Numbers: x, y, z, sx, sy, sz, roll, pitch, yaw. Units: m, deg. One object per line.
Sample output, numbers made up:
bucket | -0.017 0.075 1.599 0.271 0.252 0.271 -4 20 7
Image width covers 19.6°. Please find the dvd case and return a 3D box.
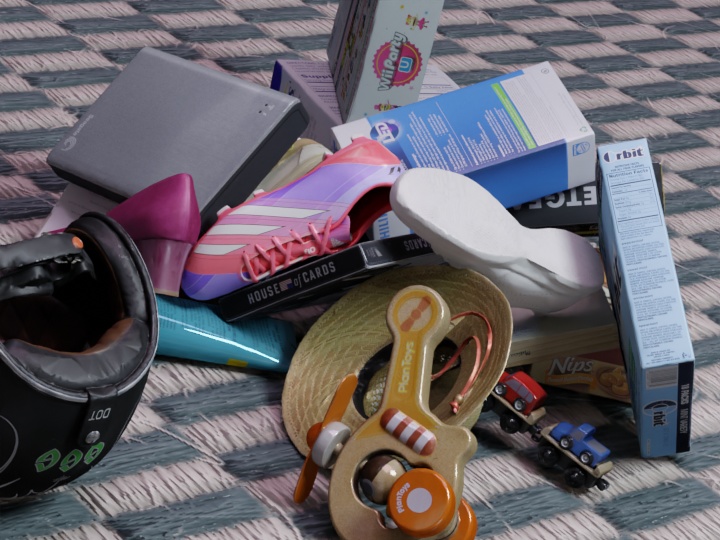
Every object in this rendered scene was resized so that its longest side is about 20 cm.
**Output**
dvd case | 0.000 0.000 1.709 0.150 0.025 0.200 -21 -5 34

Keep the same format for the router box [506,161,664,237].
router box | 0.164 -0.057 1.844 0.199 0.052 0.157 -4 -3 3

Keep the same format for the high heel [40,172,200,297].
high heel | -0.194 -0.038 1.681 0.067 0.096 0.200 12 0 -44

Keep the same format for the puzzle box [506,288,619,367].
puzzle box | 0.108 0.041 1.749 0.199 0.026 0.133 -10 27 1

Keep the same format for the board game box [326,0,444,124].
board game box | 0.021 -0.233 1.969 0.064 0.148 0.200 10 26 -10

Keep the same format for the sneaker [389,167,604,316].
sneaker | 0.093 -0.010 1.651 0.200 0.088 0.075 26 46 -26

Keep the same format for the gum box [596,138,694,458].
gum box | 0.227 0.024 1.670 0.044 0.170 0.201 -9 61 3

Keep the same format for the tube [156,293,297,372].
tube | -0.142 0.046 1.671 0.199 0.050 0.078 10 35 -18

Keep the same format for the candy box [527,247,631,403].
candy box | 0.212 0.043 1.846 0.115 0.055 0.200 12 25 2

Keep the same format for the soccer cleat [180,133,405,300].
soccer cleat | -0.050 -0.031 1.647 0.200 0.067 0.077 -33 55 -7

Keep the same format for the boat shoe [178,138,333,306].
boat shoe | -0.100 -0.035 1.719 0.200 0.074 0.066 -34 42 -4

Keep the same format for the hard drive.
hard drive | -0.155 -0.109 1.739 0.200 0.033 0.140 22 66 42

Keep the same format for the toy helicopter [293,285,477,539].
toy helicopter | 0.021 0.107 1.496 0.132 0.201 0.079 2 -20 20

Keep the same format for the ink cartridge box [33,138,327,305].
ink cartridge box | -0.156 -0.052 1.789 0.198 0.043 0.200 22 67 16

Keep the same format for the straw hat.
straw hat | 0.045 0.095 1.608 0.085 0.201 0.201 48 -2 -41

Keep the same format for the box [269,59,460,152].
box | 0.024 -0.118 2.027 0.183 0.105 0.200 -1 29 -27

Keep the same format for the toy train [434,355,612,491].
toy train | 0.122 0.102 1.643 0.200 0.046 0.034 39 19 17

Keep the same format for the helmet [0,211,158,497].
helmet | -0.244 0.056 1.421 0.200 0.191 0.201 20 52 -28

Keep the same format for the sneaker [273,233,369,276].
sneaker | -0.027 -0.034 1.855 0.199 0.076 0.077 9 25 -8

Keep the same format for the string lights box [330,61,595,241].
string lights box | 0.086 -0.098 1.748 0.199 0.059 0.103 -18 47 -9
